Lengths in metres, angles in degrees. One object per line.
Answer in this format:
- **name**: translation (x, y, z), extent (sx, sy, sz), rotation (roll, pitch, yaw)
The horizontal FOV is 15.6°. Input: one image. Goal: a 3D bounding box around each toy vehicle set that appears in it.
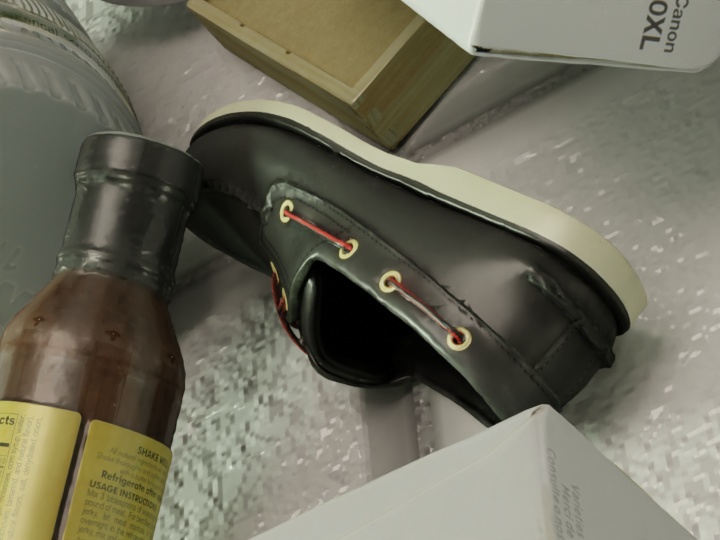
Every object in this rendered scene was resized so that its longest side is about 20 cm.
- **toy vehicle set**: translation (0.037, -0.144, 0.945), extent (0.200, 0.027, 0.124), rotation (-49, 38, -4)

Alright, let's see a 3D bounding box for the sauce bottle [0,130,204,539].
- **sauce bottle**: translation (-0.089, 0.057, 0.816), extent (0.064, 0.065, 0.201), rotation (1, 70, 43)

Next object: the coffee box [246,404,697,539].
- **coffee box**: translation (0.016, 0.187, 0.527), extent (0.199, 0.198, 0.201), rotation (-27, 42, 25)

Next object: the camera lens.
- **camera lens**: translation (-0.167, -0.046, 0.935), extent (0.160, 0.160, 0.200), rotation (-42, 38, 4)

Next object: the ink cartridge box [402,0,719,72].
- **ink cartridge box**: translation (0.044, -0.159, 0.795), extent (0.200, 0.083, 0.146), rotation (-134, 51, -59)

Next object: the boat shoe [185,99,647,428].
- **boat shoe**: translation (-0.002, -0.002, 0.814), extent (0.201, 0.074, 0.063), rotation (23, 70, 48)

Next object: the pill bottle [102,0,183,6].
- **pill bottle**: translation (-0.098, -0.207, 0.970), extent (0.119, 0.200, 0.120), rotation (-14, 45, 14)
